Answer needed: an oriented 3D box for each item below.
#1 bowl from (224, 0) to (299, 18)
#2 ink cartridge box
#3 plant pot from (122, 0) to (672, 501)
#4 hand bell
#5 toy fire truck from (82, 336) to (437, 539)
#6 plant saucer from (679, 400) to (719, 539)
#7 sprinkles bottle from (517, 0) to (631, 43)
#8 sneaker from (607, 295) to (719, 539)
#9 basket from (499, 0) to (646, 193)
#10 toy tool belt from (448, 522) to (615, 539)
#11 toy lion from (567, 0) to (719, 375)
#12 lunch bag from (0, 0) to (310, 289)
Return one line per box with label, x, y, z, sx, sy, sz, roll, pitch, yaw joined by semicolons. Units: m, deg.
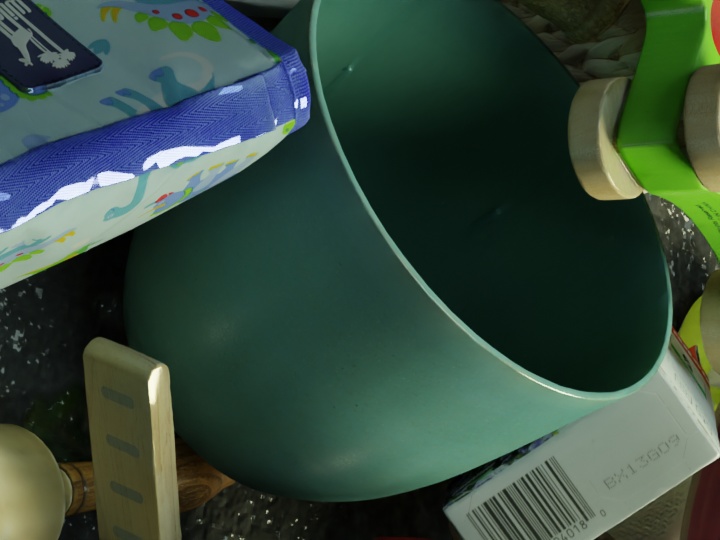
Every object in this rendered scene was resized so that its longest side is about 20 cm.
bowl;-0.086;-0.207;0.944;0.199;0.074;0.202;12;76;-43
ink cartridge box;0.098;0.066;1.000;0.051;0.109;0.200;54;12;-6
plant pot;0.000;0.000;0.913;0.200;0.161;0.202;33;38;-30
hand bell;-0.112;0.086;0.885;0.199;0.103;0.105;0;84;-55
toy fire truck;-0.022;0.118;0.839;0.200;0.175;0.130;37;57;-52
plant saucer;0.187;0.103;0.982;0.050;0.201;0.202;16;70;-9
sprinkles bottle;0.024;-0.167;0.904;0.199;0.068;0.069;30;63;-14
sneaker;0.192;0.102;1.163;0.105;0.075;0.201;50;53;-27
basket;0.139;-0.126;1.062;0.197;0.199;0.162;3;84;-43
toy tool belt;0.055;0.176;0.992;0.123;0.124;0.201;50;53;-37
toy lion;0.160;-0.083;0.913;0.200;0.068;0.193;50;49;-41
lunch bag;-0.141;-0.046;0.774;0.170;0.199;0.128;-27;116;-41
